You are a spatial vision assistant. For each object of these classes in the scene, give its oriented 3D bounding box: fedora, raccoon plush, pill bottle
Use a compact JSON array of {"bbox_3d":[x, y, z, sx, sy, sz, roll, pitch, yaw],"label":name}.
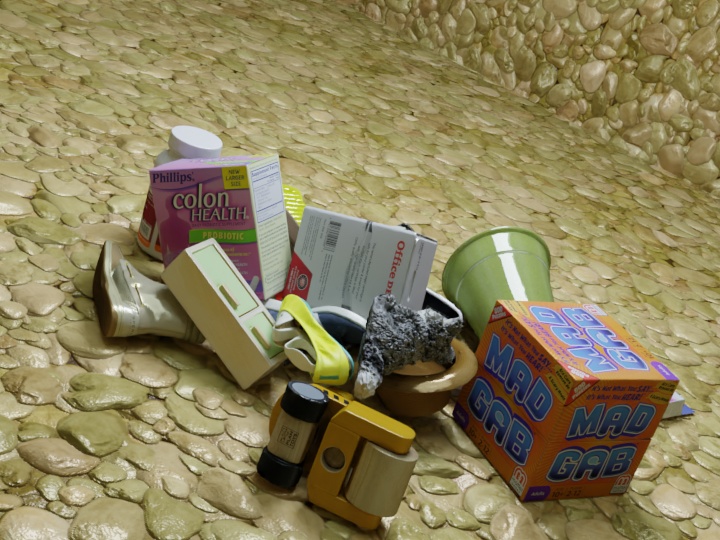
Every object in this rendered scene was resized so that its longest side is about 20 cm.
[{"bbox_3d":[0.072,0.154,1.621,0.197,0.083,0.201,0,22,0],"label":"fedora"},{"bbox_3d":[0.064,0.122,1.506,0.132,0.098,0.202,16,46,-2],"label":"raccoon plush"},{"bbox_3d":[-0.287,-0.123,1.816,0.111,0.202,0.113,16,24,-7],"label":"pill bottle"}]

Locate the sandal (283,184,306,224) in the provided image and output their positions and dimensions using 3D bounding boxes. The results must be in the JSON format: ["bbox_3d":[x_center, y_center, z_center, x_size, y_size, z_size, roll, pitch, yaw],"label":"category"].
[{"bbox_3d":[-0.124,-0.078,1.982,0.078,0.088,0.201,11,23,-20],"label":"sandal"}]

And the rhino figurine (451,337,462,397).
[{"bbox_3d":[0.114,0.133,1.754,0.199,0.061,0.087,30,36,30],"label":"rhino figurine"}]

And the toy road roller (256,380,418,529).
[{"bbox_3d":[-0.021,0.215,1.406,0.198,0.125,0.146,24,13,12],"label":"toy road roller"}]

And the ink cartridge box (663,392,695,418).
[{"bbox_3d":[0.454,0.184,1.932,0.198,0.044,0.196,-3,32,-39],"label":"ink cartridge box"}]

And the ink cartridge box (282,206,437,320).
[{"bbox_3d":[0.000,0.000,1.663,0.198,0.147,0.083,15,1,30],"label":"ink cartridge box"}]

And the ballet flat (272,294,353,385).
[{"bbox_3d":[-0.080,0.092,1.513,0.066,0.068,0.200,-10,32,-27],"label":"ballet flat"}]

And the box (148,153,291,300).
[{"bbox_3d":[-0.206,-0.064,1.684,0.173,0.204,0.096,0,14,26],"label":"box"}]

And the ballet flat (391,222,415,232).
[{"bbox_3d":[0.042,-0.031,1.880,0.071,0.073,0.200,25,30,13],"label":"ballet flat"}]

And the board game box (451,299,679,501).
[{"bbox_3d":[0.287,0.182,1.606,0.197,0.202,0.200,4,28,-32],"label":"board game box"}]

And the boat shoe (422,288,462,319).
[{"bbox_3d":[0.081,0.044,1.880,0.197,0.075,0.065,20,-13,3],"label":"boat shoe"}]

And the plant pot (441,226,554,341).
[{"bbox_3d":[0.251,0.065,1.886,0.197,0.202,0.191,10,38,-21],"label":"plant pot"}]

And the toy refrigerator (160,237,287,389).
[{"bbox_3d":[-0.182,0.057,1.570,0.201,0.070,0.076,54,29,5],"label":"toy refrigerator"}]

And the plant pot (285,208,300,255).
[{"bbox_3d":[-0.172,-0.054,1.839,0.092,0.202,0.200,-40,53,-17],"label":"plant pot"}]

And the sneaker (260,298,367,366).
[{"bbox_3d":[-0.075,0.100,1.621,0.197,0.075,0.085,5,57,25],"label":"sneaker"}]

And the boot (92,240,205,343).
[{"bbox_3d":[-0.303,0.033,1.629,0.153,0.074,0.201,8,28,-24],"label":"boot"}]

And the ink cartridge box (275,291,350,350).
[{"bbox_3d":[-0.048,0.061,1.796,0.160,0.051,0.201,11,28,-21],"label":"ink cartridge box"}]
